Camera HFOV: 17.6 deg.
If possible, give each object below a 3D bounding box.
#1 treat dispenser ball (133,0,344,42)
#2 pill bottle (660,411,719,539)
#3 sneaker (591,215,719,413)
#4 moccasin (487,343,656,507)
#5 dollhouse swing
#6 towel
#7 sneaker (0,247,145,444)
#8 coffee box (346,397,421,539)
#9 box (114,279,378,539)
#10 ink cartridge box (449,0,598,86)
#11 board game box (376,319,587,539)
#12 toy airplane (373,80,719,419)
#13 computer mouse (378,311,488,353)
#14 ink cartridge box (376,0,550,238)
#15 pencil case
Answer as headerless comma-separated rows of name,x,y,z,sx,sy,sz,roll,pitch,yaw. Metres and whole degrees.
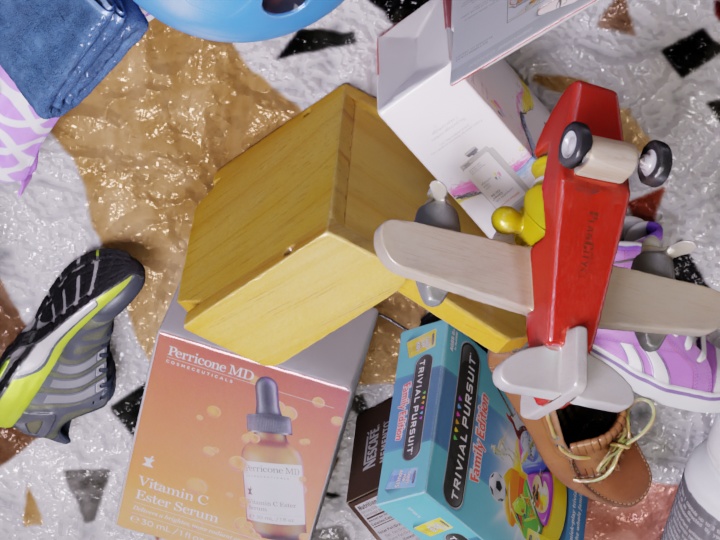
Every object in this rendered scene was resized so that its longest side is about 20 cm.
treat dispenser ball,-0.079,-0.247,1.494,0.200,0.201,0.201,1,124,2
pill bottle,0.297,0.200,1.821,0.113,0.113,0.200,10,124,-4
sneaker,0.220,0.028,1.739,0.200,0.073,0.114,24,118,-13
moccasin,0.170,0.111,1.738,0.078,0.074,0.202,17,147,45
dollhouse swing,0.000,0.000,1.653,0.182,0.200,0.176,-33,117,22
towel,-0.233,-0.206,1.557,0.112,0.048,0.200,-46,73,29
sneaker,-0.214,0.059,1.788,0.081,0.074,0.200,27,128,-22
coffee box,0.078,0.199,1.832,0.080,0.115,0.200,-27,117,21
box,-0.088,0.112,1.772,0.152,0.106,0.200,17,126,2
ink cartridge box,0.151,-0.196,1.531,0.200,0.174,0.044,-30,117,21
board game box,0.098,0.153,1.749,0.047,0.151,0.200,-18,137,33
toy airplane,0.128,0.002,1.546,0.199,0.141,0.200,-37,105,-17
computer mouse,0.038,0.037,1.782,0.199,0.034,0.059,22,140,-6
ink cartridge box,0.097,-0.087,1.641,0.067,0.117,0.200,-33,117,19
pencil case,-0.218,-0.150,1.635,0.085,0.084,0.200,34,120,-15
